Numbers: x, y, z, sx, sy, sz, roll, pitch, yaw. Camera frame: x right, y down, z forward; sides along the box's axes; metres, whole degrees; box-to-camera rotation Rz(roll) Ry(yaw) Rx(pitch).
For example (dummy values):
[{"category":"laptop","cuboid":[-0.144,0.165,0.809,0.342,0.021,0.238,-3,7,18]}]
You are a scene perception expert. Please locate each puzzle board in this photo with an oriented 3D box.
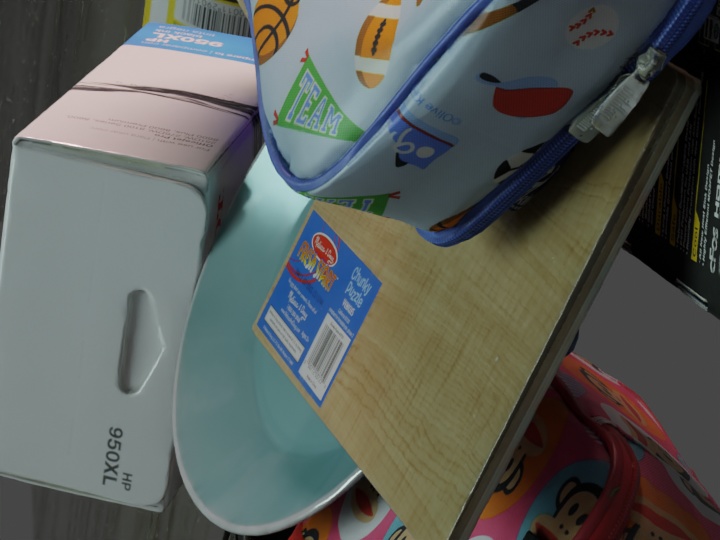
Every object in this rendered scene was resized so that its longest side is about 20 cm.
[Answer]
[{"category":"puzzle board","cuboid":[0.030,-0.014,0.794,0.152,0.017,0.200,-64,23,9]}]

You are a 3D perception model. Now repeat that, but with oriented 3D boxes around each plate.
[{"category":"plate","cuboid":[0.000,0.000,0.892,0.200,0.025,0.201,-40,37,38]}]

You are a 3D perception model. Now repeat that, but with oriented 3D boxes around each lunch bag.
[{"category":"lunch bag","cuboid":[0.035,-0.114,0.737,0.160,0.075,0.201,-45,39,37]},{"category":"lunch bag","cuboid":[0.033,0.114,0.827,0.177,0.082,0.200,-55,18,7]}]

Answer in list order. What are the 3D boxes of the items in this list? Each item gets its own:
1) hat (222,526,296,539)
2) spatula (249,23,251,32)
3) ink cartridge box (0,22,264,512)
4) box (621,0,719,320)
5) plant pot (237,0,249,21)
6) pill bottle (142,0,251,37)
[{"category":"hat","cuboid":[-0.017,0.103,1.124,0.201,0.080,0.202,-164,90,-88]},{"category":"spatula","cuboid":[-0.008,-0.023,0.981,0.200,0.020,0.057,58,169,41]},{"category":"ink cartridge box","cuboid":[-0.086,-0.008,1.082,0.200,0.084,0.146,-59,-21,-69]},{"category":"box","cuboid":[0.112,-0.094,0.723,0.160,0.049,0.202,-126,39,-75]},{"category":"plant pot","cuboid":[-0.001,-0.178,1.030,0.188,0.186,0.201,-109,8,-59]},{"category":"pill bottle","cuboid":[-0.070,-0.114,1.444,0.112,0.110,0.201,-103,19,-50]}]
